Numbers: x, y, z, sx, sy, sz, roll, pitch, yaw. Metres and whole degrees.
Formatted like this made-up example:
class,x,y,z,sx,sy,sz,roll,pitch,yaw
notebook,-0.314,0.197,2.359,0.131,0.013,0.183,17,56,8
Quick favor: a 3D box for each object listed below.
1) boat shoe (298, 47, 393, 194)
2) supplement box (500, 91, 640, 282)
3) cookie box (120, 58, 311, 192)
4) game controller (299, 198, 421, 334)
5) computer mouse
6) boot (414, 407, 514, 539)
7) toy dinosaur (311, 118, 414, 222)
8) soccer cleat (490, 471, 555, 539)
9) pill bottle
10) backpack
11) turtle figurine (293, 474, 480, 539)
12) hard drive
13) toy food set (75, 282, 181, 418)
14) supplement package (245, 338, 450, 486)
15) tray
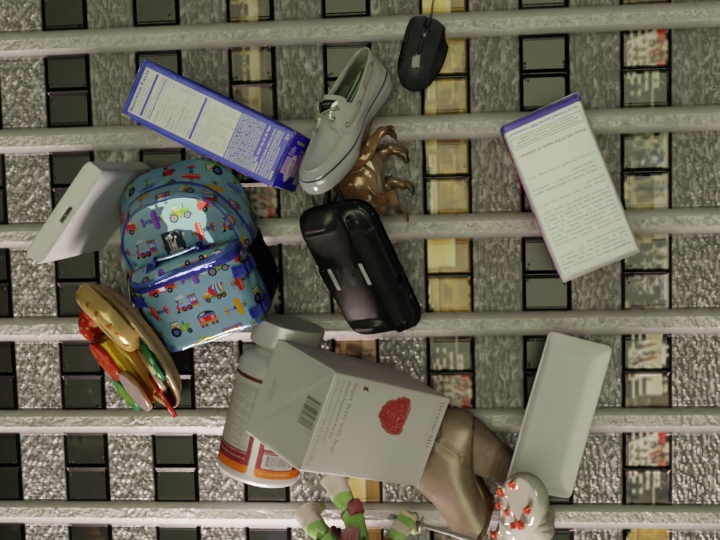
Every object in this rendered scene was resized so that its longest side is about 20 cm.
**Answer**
class,x,y,z,sx,sy,sz,roll,pitch,yaw
boat shoe,-0.030,-0.185,1.271,0.073,0.067,0.201,2,53,35
supplement box,0.251,-0.100,1.274,0.103,0.101,0.201,-23,92,8
cookie box,-0.168,-0.172,1.281,0.199,0.171,0.076,26,94,4
game controller,0.000,0.000,1.298,0.104,0.042,0.201,-4,127,32
computer mouse,0.089,-0.322,1.307,0.058,0.034,0.202,14,96,6
boot,0.106,0.274,1.344,0.145,0.070,0.201,24,92,6
toy dinosaur,-0.008,-0.111,1.315,0.134,0.086,0.202,-9,88,14
soccer cleat,0.207,0.297,1.287,0.077,0.201,0.070,-19,55,-17
pill bottle,-0.110,0.163,1.334,0.109,0.110,0.202,14,96,5
backpack,-0.208,-0.025,1.291,0.181,0.135,0.201,-15,115,8
turtle figurine,0.018,0.355,1.334,0.199,0.145,0.194,-20,53,-28
hard drive,-0.326,-0.075,1.291,0.026,0.200,0.132,36,98,2
toy food set,-0.293,0.101,1.315,0.049,0.200,0.199,-39,100,-25
supplement package,-0.012,0.173,1.264,0.119,0.199,0.122,23,94,48
tray,0.244,0.180,1.317,0.107,0.022,0.202,14,92,-27
